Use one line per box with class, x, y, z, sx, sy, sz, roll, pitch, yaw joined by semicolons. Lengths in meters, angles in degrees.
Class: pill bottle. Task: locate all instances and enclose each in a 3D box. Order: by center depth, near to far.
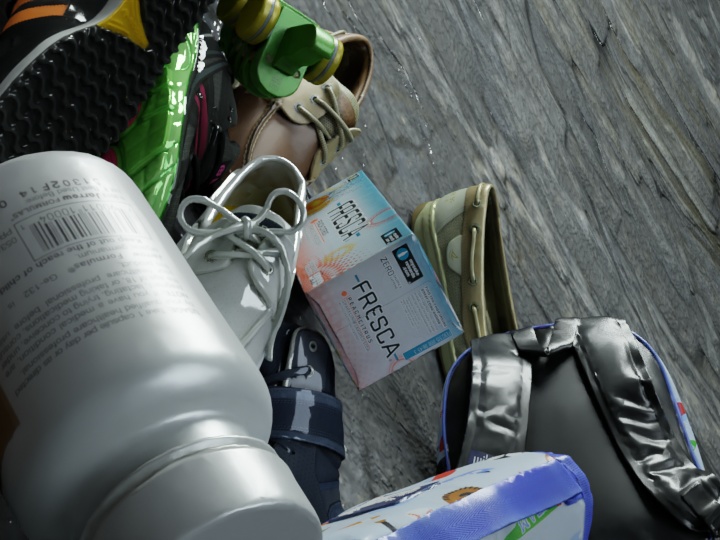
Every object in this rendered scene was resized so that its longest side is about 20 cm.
pill bottle;-0.101;0.054;0.664;0.114;0.114;0.200;29;19;-52

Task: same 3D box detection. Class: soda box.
soda box;0.000;0.000;0.934;0.064;0.068;0.200;61;0;-16

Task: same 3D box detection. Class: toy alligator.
toy alligator;-0.064;-0.141;0.975;0.059;0.054;0.200;30;8;-29

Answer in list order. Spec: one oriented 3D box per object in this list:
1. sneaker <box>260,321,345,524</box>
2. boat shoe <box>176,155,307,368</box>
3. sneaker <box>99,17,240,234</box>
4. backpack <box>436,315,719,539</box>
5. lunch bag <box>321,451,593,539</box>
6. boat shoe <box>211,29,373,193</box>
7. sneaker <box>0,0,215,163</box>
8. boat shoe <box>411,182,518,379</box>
sneaker;-0.067;0.093;0.813;0.202;0.076;0.148;26;57;-62
boat shoe;-0.060;-0.006;0.810;0.074;0.086;0.202;27;29;-1
sneaker;-0.100;-0.068;0.874;0.084;0.076;0.201;46;36;-32
backpack;0.137;0.132;1.071;0.154;0.198;0.192;89;-3;-59
lunch bag;0.009;0.172;0.737;0.124;0.201;0.169;45;34;24
boat shoe;-0.039;-0.097;1.000;0.201;0.073;0.076;-71;145;-51
sneaker;-0.152;-0.119;0.827;0.201;0.089;0.070;-55;142;-29
boat shoe;0.095;0.039;1.183;0.073;0.063;0.202;5;67;-61
